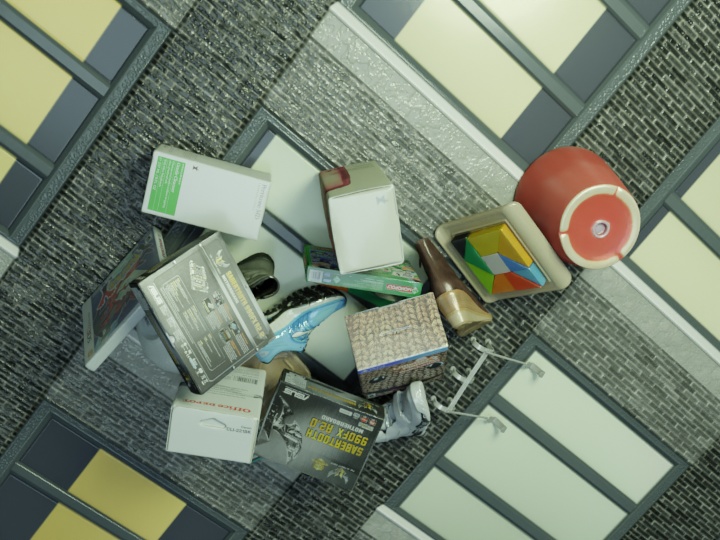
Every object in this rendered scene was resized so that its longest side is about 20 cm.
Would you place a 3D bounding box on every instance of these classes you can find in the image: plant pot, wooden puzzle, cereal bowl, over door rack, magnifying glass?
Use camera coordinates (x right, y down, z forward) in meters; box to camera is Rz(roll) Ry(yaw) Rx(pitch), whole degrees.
[{"bbox_3d":[0.380,-0.097,1.406,0.195,0.178,0.205,-2,109,-7],"label":"plant pot"},{"bbox_3d":[0.243,-0.022,1.426,0.186,0.198,0.037,50,54,-17],"label":"wooden puzzle"},{"bbox_3d":[-0.315,0.071,1.364,0.082,0.199,0.203,6,114,-51],"label":"cereal bowl"},{"bbox_3d":[0.235,0.213,1.540,0.198,0.067,0.149,24,105,-37],"label":"over door rack"},{"bbox_3d":[0.000,0.033,1.464,0.195,0.080,0.023,13,110,0],"label":"magnifying glass"},{"bbox_3d":[-0.217,0.176,1.496,0.184,0.046,0.201,-39,103,6],"label":"wooden puzzle"}]

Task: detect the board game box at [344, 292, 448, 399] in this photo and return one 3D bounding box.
[{"bbox_3d":[0.064,0.137,1.426,0.156,0.201,0.099,-15,67,-2],"label":"board game box"}]

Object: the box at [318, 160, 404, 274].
[{"bbox_3d":[-0.002,-0.092,1.349,0.106,0.200,0.131,-11,109,-4],"label":"box"}]

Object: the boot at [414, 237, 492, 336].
[{"bbox_3d":[0.166,0.027,1.463,0.071,0.200,0.169,-27,74,14],"label":"boot"}]

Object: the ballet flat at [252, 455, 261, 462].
[{"bbox_3d":[-0.132,0.295,1.538,0.196,0.070,0.071,-22,109,-3],"label":"ballet flat"}]

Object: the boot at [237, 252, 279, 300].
[{"bbox_3d":[-0.231,0.041,1.402,0.197,0.131,0.069,-28,110,3],"label":"boot"}]

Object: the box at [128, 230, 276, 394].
[{"bbox_3d":[-0.243,0.064,1.276,0.158,0.048,0.203,-37,108,-31],"label":"box"}]

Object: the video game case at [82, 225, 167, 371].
[{"bbox_3d":[-0.393,0.042,1.358,0.200,0.183,0.023,-46,125,9],"label":"video game case"}]

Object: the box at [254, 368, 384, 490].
[{"bbox_3d":[-0.075,0.284,1.453,0.196,0.048,0.161,22,109,-6],"label":"box"}]

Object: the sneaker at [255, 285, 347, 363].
[{"bbox_3d":[-0.111,0.097,1.453,0.197,0.078,0.091,-27,114,-14],"label":"sneaker"}]

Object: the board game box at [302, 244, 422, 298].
[{"bbox_3d":[0.000,0.000,1.414,0.195,0.135,0.030,9,105,-9],"label":"board game box"}]

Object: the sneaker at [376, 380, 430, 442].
[{"bbox_3d":[0.064,0.264,1.490,0.112,0.201,0.077,-11,64,-5],"label":"sneaker"}]

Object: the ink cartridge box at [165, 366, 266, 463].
[{"bbox_3d":[-0.240,0.233,1.381,0.141,0.200,0.086,10,104,-6],"label":"ink cartridge box"}]

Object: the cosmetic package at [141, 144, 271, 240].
[{"bbox_3d":[-0.255,-0.131,1.369,0.195,0.085,0.110,13,104,-9],"label":"cosmetic package"}]
